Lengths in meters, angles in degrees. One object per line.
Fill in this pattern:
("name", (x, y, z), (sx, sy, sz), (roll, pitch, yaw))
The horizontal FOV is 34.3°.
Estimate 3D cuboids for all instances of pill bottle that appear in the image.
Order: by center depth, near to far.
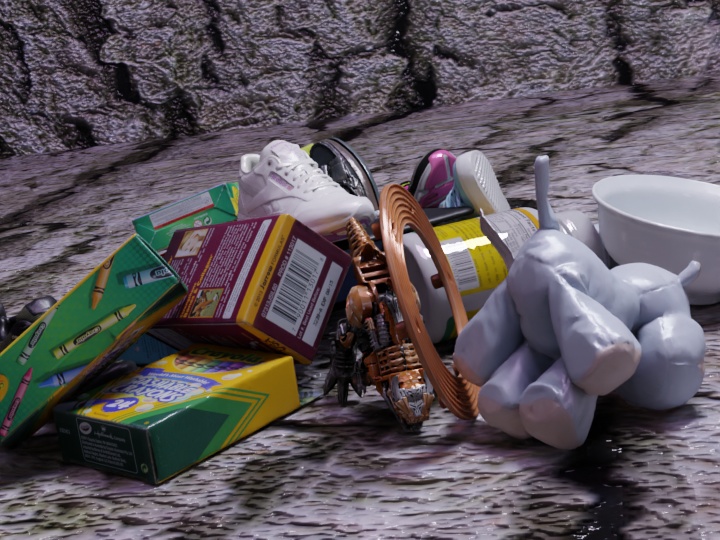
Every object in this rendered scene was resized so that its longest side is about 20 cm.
("pill bottle", (0.136, -0.001, 1.167), (0.200, 0.113, 0.113), (-14, 15, -19))

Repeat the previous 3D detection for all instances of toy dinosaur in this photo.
("toy dinosaur", (0.025, 0.045, 0.985), (0.102, 0.136, 0.200), (7, 57, 1))

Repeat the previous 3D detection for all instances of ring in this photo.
("ring", (0.053, 0.026, 0.943), (0.019, 0.201, 0.200), (-19, 11, 16))

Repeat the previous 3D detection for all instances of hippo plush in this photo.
("hippo plush", (0.176, 0.048, 0.913), (0.161, 0.200, 0.159), (9, -38, -36))

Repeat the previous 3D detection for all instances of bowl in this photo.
("bowl", (0.323, -0.025, 1.158), (0.201, 0.091, 0.201), (6, 19, -2))

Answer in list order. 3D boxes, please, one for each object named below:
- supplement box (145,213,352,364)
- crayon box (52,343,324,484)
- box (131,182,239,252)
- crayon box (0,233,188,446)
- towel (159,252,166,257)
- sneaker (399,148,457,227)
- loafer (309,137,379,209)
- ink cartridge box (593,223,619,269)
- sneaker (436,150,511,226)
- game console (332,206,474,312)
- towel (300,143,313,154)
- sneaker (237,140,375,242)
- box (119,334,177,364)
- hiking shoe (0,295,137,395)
("supplement box", (-0.114, 0.021, 1.095), (0.086, 0.110, 0.200), (34, -23, -32))
("crayon box", (-0.145, 0.112, 1.008), (0.126, 0.052, 0.200), (4, 18, 40))
("box", (-0.185, -0.064, 1.369), (0.117, 0.048, 0.200), (-21, 1, 3))
("crayon box", (-0.242, 0.060, 1.002), (0.200, 0.058, 0.119), (-43, -1, -7))
("towel", (-0.187, -0.031, 1.437), (0.200, 0.023, 0.145), (-20, 4, 33))
("sneaker", (0.068, -0.082, 1.366), (0.074, 0.200, 0.087), (-28, 62, -18))
("loafer", (-0.014, -0.073, 1.384), (0.063, 0.200, 0.072), (-10, -25, -44))
("ink cartridge box", (0.238, -0.032, 1.327), (0.200, 0.047, 0.160), (3, 11, 44))
("sneaker", (0.117, -0.062, 1.277), (0.082, 0.074, 0.200), (-15, -27, 12))
("game console", (0.000, 0.000, 1.230), (0.200, 0.176, 0.116), (-16, 42, -30))
("towel", (-0.045, -0.067, 1.421), (0.023, 0.200, 0.144), (-43, -14, 34))
("sneaker", (-0.064, -0.075, 1.130), (0.075, 0.100, 0.200), (-12, 12, -38))
("box", (-0.275, 0.067, 1.267), (0.200, 0.049, 0.082), (-2, 15, 23))
("hiking shoe", (-0.296, 0.078, 1.126), (0.200, 0.101, 0.076), (2, 18, 36))
